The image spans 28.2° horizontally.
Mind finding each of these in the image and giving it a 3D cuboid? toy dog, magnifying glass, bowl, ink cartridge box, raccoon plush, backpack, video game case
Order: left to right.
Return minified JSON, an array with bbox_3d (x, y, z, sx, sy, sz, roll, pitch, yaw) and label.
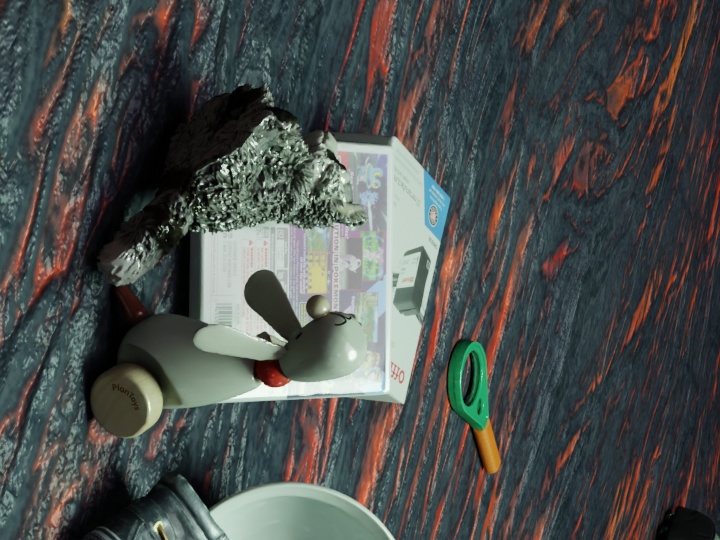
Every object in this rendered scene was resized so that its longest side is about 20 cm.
[{"bbox_3d":[-0.098,0.041,0.981,0.132,0.197,0.097,-83,154,-76],"label":"toy dog"},{"bbox_3d":[-0.089,-0.037,1.037,0.200,0.097,0.134,-44,125,-9],"label":"raccoon plush"},{"bbox_3d":[-0.062,0.251,1.115,0.090,0.198,0.204,-134,-135,-78],"label":"bowl"},{"bbox_3d":[-0.051,-0.001,1.117,0.180,0.023,0.203,1,90,-36],"label":"video game case"},{"bbox_3d":[0.000,0.000,1.261,0.145,0.083,0.203,41,59,-60],"label":"ink cartridge box"},{"bbox_3d":[0.134,0.162,1.656,0.080,0.022,0.201,-62,145,-39],"label":"magnifying glass"},{"bbox_3d":[0.601,0.559,2.611,0.163,0.152,0.203,-33,137,-66],"label":"backpack"}]

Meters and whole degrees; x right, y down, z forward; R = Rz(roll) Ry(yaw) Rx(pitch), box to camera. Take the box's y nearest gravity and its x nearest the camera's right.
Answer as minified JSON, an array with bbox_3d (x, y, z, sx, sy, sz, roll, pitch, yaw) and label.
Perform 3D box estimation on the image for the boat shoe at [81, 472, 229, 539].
[{"bbox_3d":[-0.120,0.245,1.024,0.091,0.070,0.202,-38,121,-29],"label":"boat shoe"}]
